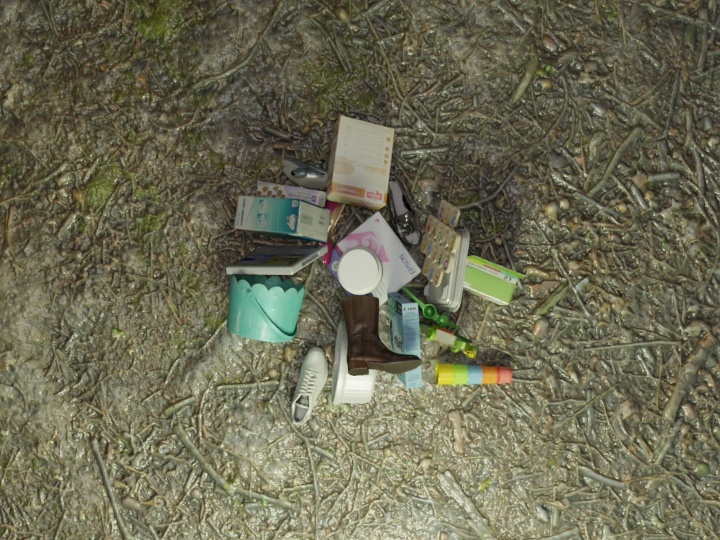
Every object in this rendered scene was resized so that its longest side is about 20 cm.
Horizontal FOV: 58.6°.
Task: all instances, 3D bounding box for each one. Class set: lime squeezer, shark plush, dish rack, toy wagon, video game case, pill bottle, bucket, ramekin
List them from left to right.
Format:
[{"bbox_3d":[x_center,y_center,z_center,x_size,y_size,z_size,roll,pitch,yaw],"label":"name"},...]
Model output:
[{"bbox_3d":[-0.241,0.090,1.615,0.200,0.207,0.139,11,96,1],"label":"bucket"},{"bbox_3d":[-0.205,-0.027,1.595,0.194,0.182,0.023,0,109,27],"label":"video game case"},{"bbox_3d":[-0.110,-0.267,1.693,0.193,0.092,0.085,-6,57,5],"label":"shark plush"},{"bbox_3d":[-0.015,0.234,1.607,0.094,0.200,0.208,7,88,-5],"label":"ramekin"},{"bbox_3d":[0.000,0.000,1.572,0.109,0.200,0.118,0,89,3],"label":"pill bottle"},{"bbox_3d":[0.187,0.105,1.630,0.198,0.071,0.038,35,117,-20],"label":"lime squeezer"},{"bbox_3d":[0.211,-0.004,1.620,0.042,0.171,0.207,10,87,-16],"label":"dish rack"},{"bbox_3d":[0.221,0.174,1.598,0.152,0.198,0.041,25,84,-29],"label":"toy wagon"}]

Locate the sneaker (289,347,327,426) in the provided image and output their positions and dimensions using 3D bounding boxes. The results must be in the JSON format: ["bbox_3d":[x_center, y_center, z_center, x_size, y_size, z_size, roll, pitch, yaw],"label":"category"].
[{"bbox_3d":[-0.133,0.301,1.662,0.074,0.081,0.206,14,87,3],"label":"sneaker"}]

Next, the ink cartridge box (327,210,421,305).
[{"bbox_3d":[0.029,-0.016,1.691,0.198,0.043,0.198,-38,88,-2],"label":"ink cartridge box"}]

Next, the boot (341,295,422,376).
[{"bbox_3d":[0.047,0.140,1.516,0.180,0.065,0.205,-3,57,-2],"label":"boot"}]

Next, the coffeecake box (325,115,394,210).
[{"bbox_3d":[-0.002,-0.275,1.657,0.149,0.073,0.207,10,81,-16],"label":"coffeecake box"}]

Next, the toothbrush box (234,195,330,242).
[{"bbox_3d":[-0.195,-0.129,1.611,0.195,0.145,0.088,5,87,30],"label":"toothbrush box"}]

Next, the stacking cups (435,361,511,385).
[{"bbox_3d":[0.294,0.268,1.672,0.193,0.061,0.063,0,88,-4],"label":"stacking cups"}]

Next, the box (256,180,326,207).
[{"bbox_3d":[-0.181,-0.199,1.663,0.195,0.041,0.040,12,97,27],"label":"box"}]

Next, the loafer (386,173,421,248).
[{"bbox_3d":[0.106,-0.156,1.683,0.070,0.063,0.205,-21,87,-1],"label":"loafer"}]

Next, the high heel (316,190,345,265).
[{"bbox_3d":[-0.068,-0.118,1.677,0.093,0.067,0.206,-8,70,11],"label":"high heel"}]

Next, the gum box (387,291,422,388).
[{"bbox_3d":[0.108,0.168,1.600,0.043,0.170,0.207,-4,98,-9],"label":"gum box"}]

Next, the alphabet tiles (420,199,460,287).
[{"bbox_3d":[0.197,-0.070,1.607,0.014,0.200,0.202,10,105,-18],"label":"alphabet tiles"}]

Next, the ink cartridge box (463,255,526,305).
[{"bbox_3d":[0.317,0.025,1.603,0.144,0.200,0.078,22,88,2],"label":"ink cartridge box"}]
